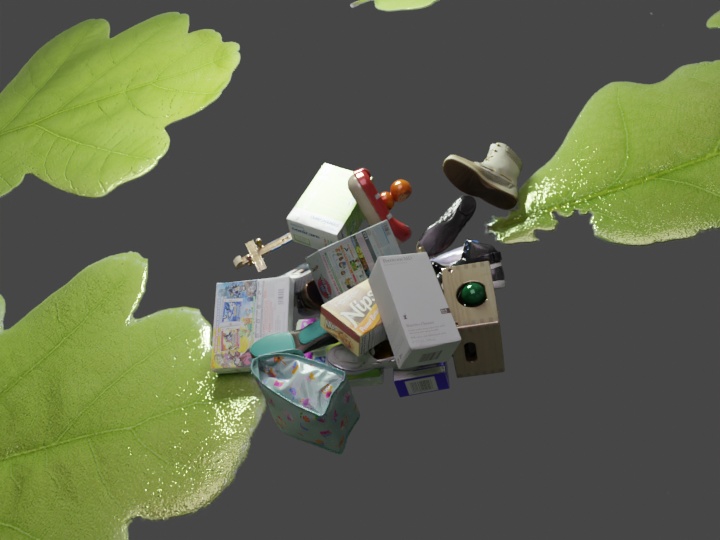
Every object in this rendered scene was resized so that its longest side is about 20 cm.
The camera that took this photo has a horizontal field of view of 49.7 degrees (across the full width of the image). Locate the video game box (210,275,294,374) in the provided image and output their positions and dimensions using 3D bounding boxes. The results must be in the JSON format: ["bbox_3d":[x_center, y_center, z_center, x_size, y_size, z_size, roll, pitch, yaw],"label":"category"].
[{"bbox_3d":[-0.237,0.121,1.719,0.177,0.047,0.205,-4,68,12],"label":"video game box"}]

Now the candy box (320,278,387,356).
[{"bbox_3d":[0.029,0.077,1.537,0.198,0.056,0.115,-29,47,-35],"label":"candy box"}]

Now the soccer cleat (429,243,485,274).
[{"bbox_3d":[0.197,-0.011,1.730,0.195,0.070,0.074,-17,21,9],"label":"soccer cleat"}]

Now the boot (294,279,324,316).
[{"bbox_3d":[-0.110,0.072,1.679,0.095,0.200,0.077,-15,75,16],"label":"boot"}]

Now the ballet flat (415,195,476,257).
[{"bbox_3d":[0.202,-0.097,1.816,0.066,0.057,0.200,44,73,4],"label":"ballet flat"}]

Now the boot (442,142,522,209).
[{"bbox_3d":[0.294,-0.248,1.849,0.197,0.072,0.157,27,51,-8],"label":"boot"}]

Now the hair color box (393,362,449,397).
[{"bbox_3d":[0.119,0.152,1.603,0.107,0.066,0.203,-11,45,10],"label":"hair color box"}]

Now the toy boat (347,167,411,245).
[{"bbox_3d":[0.063,-0.161,1.808,0.129,0.202,0.131,-32,10,2],"label":"toy boat"}]

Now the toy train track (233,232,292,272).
[{"bbox_3d":[-0.227,-0.066,1.932,0.197,0.033,0.115,-27,47,-8],"label":"toy train track"}]

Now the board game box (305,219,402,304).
[{"bbox_3d":[0.000,0.000,1.646,0.198,0.150,0.064,-24,1,-36],"label":"board game box"}]

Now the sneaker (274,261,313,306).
[{"bbox_3d":[-0.129,0.026,1.789,0.196,0.080,0.080,-18,17,16],"label":"sneaker"}]

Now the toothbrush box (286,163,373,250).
[{"bbox_3d":[-0.069,-0.150,1.908,0.143,0.087,0.202,17,55,21],"label":"toothbrush box"}]

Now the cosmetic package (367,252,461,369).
[{"bbox_3d":[0.098,0.072,1.457,0.110,0.082,0.203,-7,59,-23],"label":"cosmetic package"}]

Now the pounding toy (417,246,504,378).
[{"bbox_3d":[0.200,0.076,1.544,0.138,0.202,0.187,-9,47,8],"label":"pounding toy"}]

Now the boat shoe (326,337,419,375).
[{"bbox_3d":[0.023,0.160,1.532,0.195,0.070,0.072,0,54,15],"label":"boat shoe"}]

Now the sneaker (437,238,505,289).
[{"bbox_3d":[0.210,-0.009,1.663,0.195,0.073,0.115,-6,86,21],"label":"sneaker"}]

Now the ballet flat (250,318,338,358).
[{"bbox_3d":[-0.125,0.155,1.584,0.195,0.069,0.069,-18,48,5],"label":"ballet flat"}]

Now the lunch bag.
[{"bbox_3d":[-0.113,0.248,1.518,0.196,0.172,0.123,17,57,26],"label":"lunch bag"}]

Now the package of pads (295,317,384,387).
[{"bbox_3d":[-0.045,0.169,1.639,0.195,0.069,0.157,-7,49,12],"label":"package of pads"}]
